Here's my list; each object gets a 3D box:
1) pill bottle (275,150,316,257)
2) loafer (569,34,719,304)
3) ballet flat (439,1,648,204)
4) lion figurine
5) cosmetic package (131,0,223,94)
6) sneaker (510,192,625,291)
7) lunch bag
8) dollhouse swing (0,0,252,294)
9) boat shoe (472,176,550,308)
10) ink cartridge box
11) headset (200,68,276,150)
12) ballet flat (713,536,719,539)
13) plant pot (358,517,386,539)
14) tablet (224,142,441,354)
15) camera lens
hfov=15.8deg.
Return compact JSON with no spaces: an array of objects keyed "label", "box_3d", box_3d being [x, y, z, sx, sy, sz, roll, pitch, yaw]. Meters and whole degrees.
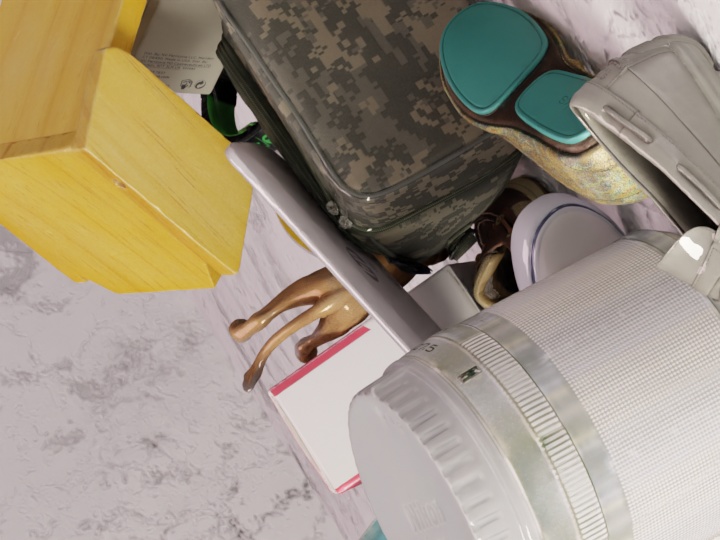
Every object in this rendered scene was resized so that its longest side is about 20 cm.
[{"label":"pill bottle","box_3d":[-0.008,-0.070,1.823,0.112,0.112,0.200,57,170,14]},{"label":"loafer","box_3d":[0.169,-0.013,1.192,0.200,0.070,0.070,58,170,13]},{"label":"ballet flat","box_3d":[0.101,-0.084,1.373,0.071,0.071,0.200,65,169,-29]},{"label":"lion figurine","box_3d":[0.005,-0.002,1.655,0.073,0.200,0.122,47,137,-13]},{"label":"cosmetic package","box_3d":[-0.105,-0.220,1.663,0.200,0.071,0.105,-59,42,38]},{"label":"sneaker","box_3d":[0.156,0.039,1.464,0.200,0.073,0.071,55,165,-28]},{"label":"lunch bag","box_3d":[0.008,-0.110,1.555,0.200,0.139,0.168,56,174,15]},{"label":"dollhouse swing","box_3d":[-0.146,-0.110,1.636,0.182,0.176,0.200,40,156,-27]},{"label":"boat shoe","box_3d":[0.098,-0.005,1.584,0.072,0.072,0.200,63,170,-17]},{"label":"ink cartridge box","box_3d":[0.040,0.066,1.703,0.084,0.145,0.200,56,-169,6]},{"label":"headset","box_3d":[-0.070,-0.175,1.718,0.123,0.094,0.201,-27,49,47]},{"label":"ballet flat","box_3d":[0.171,0.150,1.462,0.200,0.074,0.074,-7,116,49]},{"label":"plant pot","box_3d":[0.132,0.169,1.631,0.188,0.200,0.200,44,168,8]},{"label":"tablet","box_3d":[0.000,0.000,1.538,0.200,0.014,0.130,47,-173,5]},{"label":"camera lens","box_3d":[0.114,0.083,1.332,0.160,0.200,0.160,52,159,30]}]
